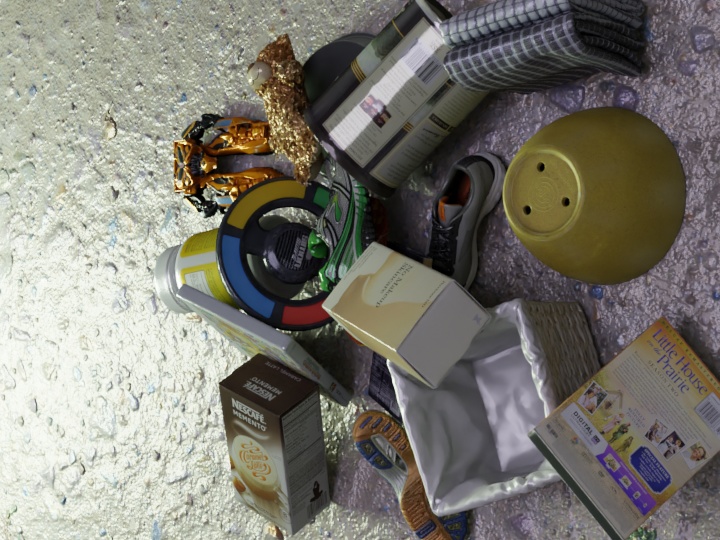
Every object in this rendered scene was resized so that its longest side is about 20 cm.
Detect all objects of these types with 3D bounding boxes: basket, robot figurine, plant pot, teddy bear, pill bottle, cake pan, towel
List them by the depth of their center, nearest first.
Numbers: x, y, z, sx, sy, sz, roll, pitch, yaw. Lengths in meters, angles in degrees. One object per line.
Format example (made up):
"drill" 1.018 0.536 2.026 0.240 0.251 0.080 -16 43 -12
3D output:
"towel" 0.204 -0.244 1.528 0.165 0.199 0.086 -15 81 35
"plant pot" 0.235 -0.084 1.542 0.199 0.141 0.202 0 90 38
"basket" 0.168 0.153 1.588 0.197 0.160 0.202 -25 75 36
"teddy bear" -0.095 -0.202 1.778 0.145 0.066 0.202 120 134 -76
"cake pan" -0.016 -0.207 1.806 0.199 0.037 0.203 0 91 38
"pill bottle" -0.177 -0.003 1.889 0.199 0.114 0.116 -11 84 38
"robot figurine" -0.187 -0.148 1.928 0.199 0.058 0.147 -3 88 38

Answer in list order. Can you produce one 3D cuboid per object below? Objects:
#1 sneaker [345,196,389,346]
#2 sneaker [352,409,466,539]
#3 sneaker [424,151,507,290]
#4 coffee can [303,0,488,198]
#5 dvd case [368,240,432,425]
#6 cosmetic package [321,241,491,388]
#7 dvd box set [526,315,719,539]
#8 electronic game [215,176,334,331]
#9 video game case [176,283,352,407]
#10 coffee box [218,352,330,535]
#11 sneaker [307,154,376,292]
"sneaker" 0.000 0.000 1.759 0.072 0.077 0.202 1 62 8
"sneaker" 0.066 0.253 1.737 0.075 0.088 0.201 -33 89 1
"sneaker" 0.107 -0.048 1.685 0.074 0.079 0.202 27 109 33
"coffee can" 0.052 -0.207 1.657 0.200 0.146 0.147 -45 64 15
"dvd case" 0.048 0.073 1.723 0.149 0.016 0.202 -150 66 -72
"cosmetic package" 0.047 0.045 1.558 0.105 0.071 0.200 -51 27 -8
"dvd box set" 0.291 0.163 1.464 0.147 0.200 0.029 50 160 6
"electronic game" -0.085 -0.022 1.779 0.042 0.198 0.202 137 119 -68
"video game case" -0.123 0.098 1.815 0.199 0.182 0.023 24 75 36
"coffee box" -0.110 0.224 1.811 0.114 0.080 0.202 22 131 35
"sneaker" -0.026 -0.064 1.710 0.084 0.078 0.202 -8 56 1
